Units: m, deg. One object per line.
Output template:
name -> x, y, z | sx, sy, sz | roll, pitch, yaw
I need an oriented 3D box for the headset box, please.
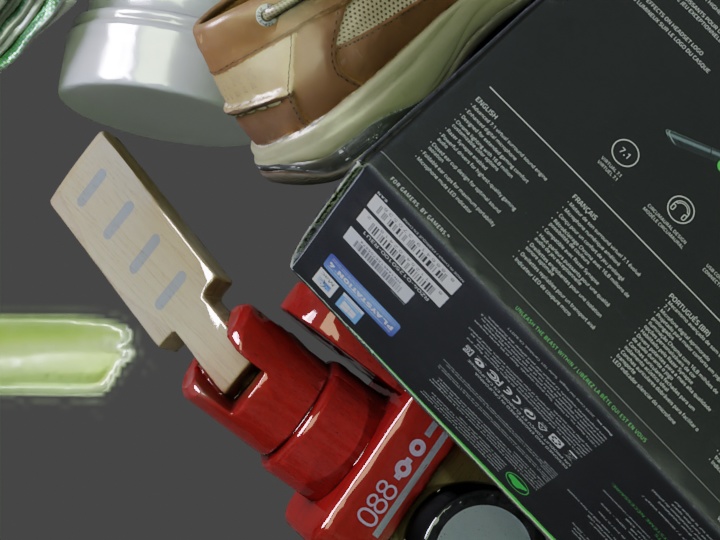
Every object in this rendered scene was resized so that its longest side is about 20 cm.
headset box -> 0.111, -0.018, 0.727 | 0.174, 0.093, 0.200 | 45, 66, 2

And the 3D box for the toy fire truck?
toy fire truck -> 0.000, 0.000, 0.821 | 0.199, 0.129, 0.177 | 36, 86, -12

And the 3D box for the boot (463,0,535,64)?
boot -> 0.050, -0.153, 0.852 | 0.197, 0.073, 0.164 | -5, 87, -27

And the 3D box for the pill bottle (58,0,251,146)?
pill bottle -> -0.057, -0.155, 0.890 | 0.110, 0.111, 0.202 | 8, 79, 14

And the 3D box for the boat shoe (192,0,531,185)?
boat shoe -> 0.025, -0.116, 0.761 | 0.200, 0.075, 0.074 | -47, 110, -21

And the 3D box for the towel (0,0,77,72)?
towel -> -0.202, -0.111, 0.904 | 0.149, 0.031, 0.200 | -44, 45, 3
